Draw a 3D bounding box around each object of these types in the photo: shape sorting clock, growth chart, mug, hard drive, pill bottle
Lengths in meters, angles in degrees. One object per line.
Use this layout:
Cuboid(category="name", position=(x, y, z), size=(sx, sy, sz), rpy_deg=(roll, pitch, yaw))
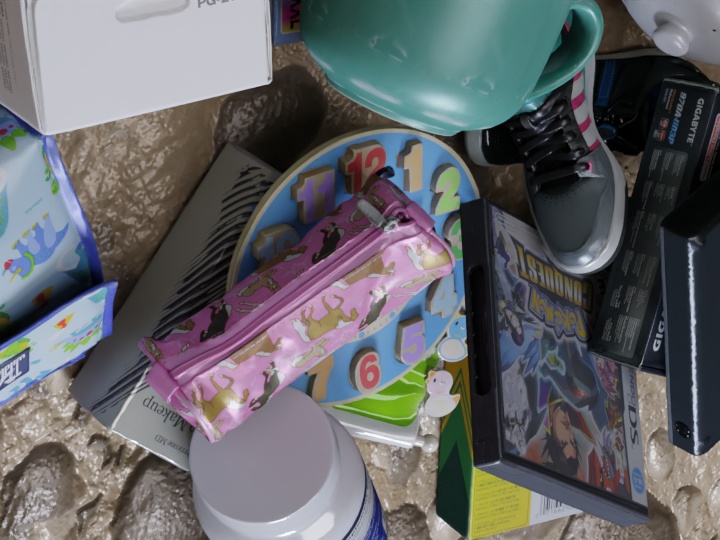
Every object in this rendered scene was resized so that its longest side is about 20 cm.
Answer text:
Cuboid(category="shape sorting clock", position=(0.000, 0.000, 1.389), size=(0.199, 0.039, 0.201), rpy_deg=(-15, 119, -30))
Cuboid(category="growth chart", position=(0.017, 0.030, 1.490), size=(0.144, 0.018, 0.201), rpy_deg=(6, 107, -17))
Cuboid(category="mug", position=(0.054, -0.144, 1.272), size=(0.184, 0.152, 0.115), rpy_deg=(23, 103, -4))
Cuboid(category="hard drive", position=(0.261, 0.013, 1.454), size=(0.139, 0.033, 0.201), rpy_deg=(-38, 138, -30))
Cuboid(category="pill bottle", position=(-0.048, 0.154, 1.409), size=(0.116, 0.116, 0.200), rpy_deg=(-42, 156, -11))

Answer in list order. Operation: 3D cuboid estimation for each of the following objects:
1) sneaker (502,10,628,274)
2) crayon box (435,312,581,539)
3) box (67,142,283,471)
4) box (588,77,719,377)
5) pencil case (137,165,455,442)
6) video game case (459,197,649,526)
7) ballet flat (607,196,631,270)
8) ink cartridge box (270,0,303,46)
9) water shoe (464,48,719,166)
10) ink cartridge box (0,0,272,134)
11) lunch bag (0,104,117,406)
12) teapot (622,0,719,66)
Cuboid(category="sneaker", position=(0.115, -0.103, 1.399), size=(0.120, 0.083, 0.201), rpy_deg=(19, 56, -53))
Cuboid(category="crayon box", position=(0.125, 0.092, 1.583), size=(0.126, 0.051, 0.201), rpy_deg=(-9, 115, -29))
Cuboid(category="box", position=(-0.100, 0.024, 1.399), size=(0.082, 0.068, 0.201), rpy_deg=(31, 91, -39))
Cuboid(category="box", position=(0.242, -0.022, 1.501), size=(0.159, 0.046, 0.201), rpy_deg=(14, 92, -54))
Cuboid(category="pencil case", position=(-0.040, 0.023, 1.305), size=(0.200, 0.083, 0.087), rpy_deg=(-36, 127, -4))
Cuboid(category="video game case", position=(0.133, 0.066, 1.438), size=(0.200, 0.025, 0.182), rpy_deg=(26, 55, -50))
Cuboid(category="ballet flat", position=(0.221, -0.034, 1.559), size=(0.199, 0.068, 0.076), rpy_deg=(-24, 86, -37))
Cuboid(category="ink cartridge box", position=(0.014, -0.229, 1.365), size=(0.199, 0.076, 0.137), rpy_deg=(-13, 116, -30))
Cuboid(category="water shoe", position=(0.169, -0.116, 1.506), size=(0.199, 0.079, 0.072), rpy_deg=(-18, 118, -25))
Cuboid(category="ink cartridge box", position=(-0.158, -0.155, 1.204), size=(0.144, 0.200, 0.085), rpy_deg=(-16, 118, -26))
Cuboid(category="lunch bag", position=(-0.246, 0.011, 1.274), size=(0.170, 0.127, 0.201), rpy_deg=(-34, 137, -19))
Cuboid(category="teapot", position=(0.247, -0.204, 1.440), size=(0.147, 0.199, 0.198), rpy_deg=(-59, 147, -19))
